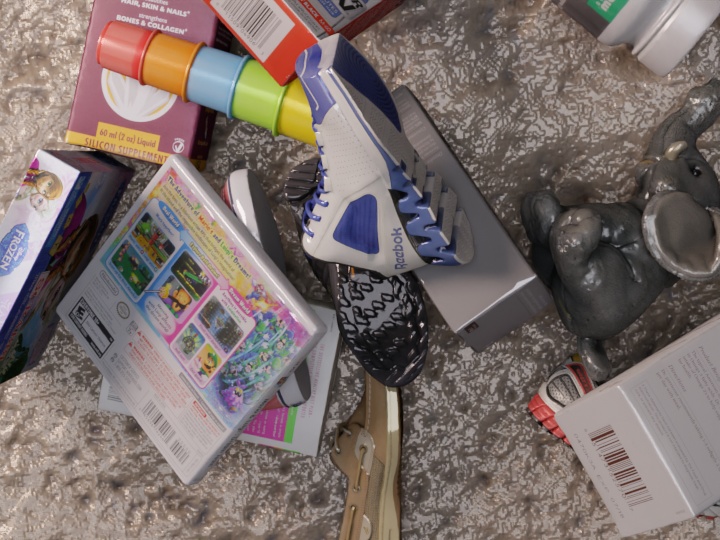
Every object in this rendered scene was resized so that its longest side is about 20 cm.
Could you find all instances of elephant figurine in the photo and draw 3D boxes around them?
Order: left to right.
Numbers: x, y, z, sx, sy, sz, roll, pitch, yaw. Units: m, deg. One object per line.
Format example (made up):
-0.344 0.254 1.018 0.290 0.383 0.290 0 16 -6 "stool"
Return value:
0.245 -0.037 1.252 0.198 0.142 0.156 -20 128 -7 "elephant figurine"

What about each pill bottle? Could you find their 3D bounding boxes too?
0.201 -0.257 1.242 0.200 0.113 0.113 39 96 1 "pill bottle"

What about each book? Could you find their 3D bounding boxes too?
-0.120 0.076 1.323 0.198 0.048 0.135 13 96 5 "book"

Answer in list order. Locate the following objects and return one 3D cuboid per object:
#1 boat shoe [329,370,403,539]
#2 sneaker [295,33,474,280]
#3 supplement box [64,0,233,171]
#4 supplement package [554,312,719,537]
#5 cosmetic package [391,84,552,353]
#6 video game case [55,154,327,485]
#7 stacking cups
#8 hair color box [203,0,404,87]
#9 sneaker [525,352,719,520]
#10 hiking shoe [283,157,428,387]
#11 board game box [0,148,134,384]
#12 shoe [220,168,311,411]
0.004 0.157 1.306 0.064 0.071 0.202 0 95 3 "boat shoe"
-0.010 -0.065 1.144 0.114 0.081 0.200 -24 114 22 "sneaker"
-0.170 -0.193 1.286 0.109 0.086 0.202 13 95 3 "supplement box"
0.278 0.109 1.215 0.199 0.117 0.118 -27 83 -25 "supplement package"
0.067 -0.040 1.244 0.090 0.107 0.201 -37 74 5 "cosmetic package"
-0.142 0.040 1.234 0.200 0.024 0.182 49 112 21 "video game case"
-0.112 -0.157 1.212 0.198 0.060 0.061 22 95 6 "stacking cups"
-0.033 -0.240 1.219 0.111 0.200 0.064 47 130 -1 "hair color box"
0.243 0.143 1.286 0.199 0.078 0.083 33 91 -1 "sneaker"
0.000 0.000 1.265 0.075 0.101 0.202 -23 92 -1 "hiking shoe"
-0.266 -0.003 1.249 0.041 0.200 0.201 28 96 1 "board game box"
-0.108 0.022 1.261 0.090 0.071 0.202 -12 93 11 "shoe"
